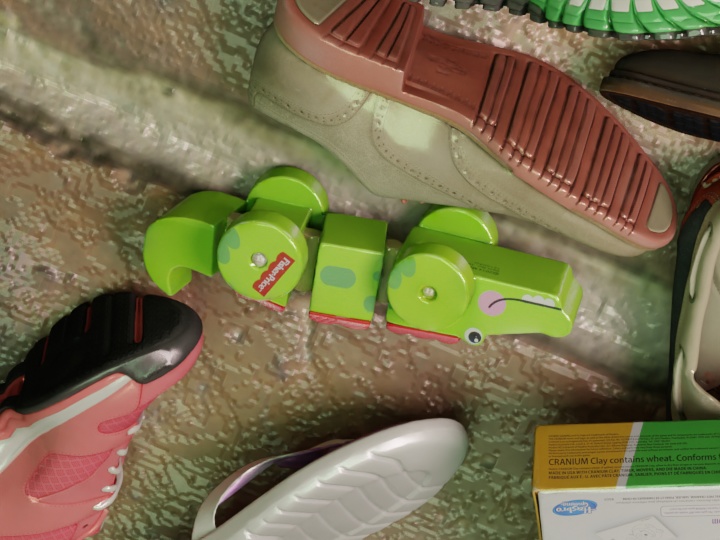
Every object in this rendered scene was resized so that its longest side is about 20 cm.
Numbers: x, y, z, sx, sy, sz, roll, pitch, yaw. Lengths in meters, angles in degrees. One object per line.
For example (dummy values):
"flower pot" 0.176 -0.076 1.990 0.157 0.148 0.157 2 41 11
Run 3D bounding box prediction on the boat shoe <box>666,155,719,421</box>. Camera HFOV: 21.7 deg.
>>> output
"boat shoe" 0.174 0.048 0.845 0.071 0.063 0.200 -2 112 6

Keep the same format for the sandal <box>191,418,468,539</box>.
"sandal" -0.042 0.113 0.901 0.203 0.082 0.050 -34 61 19

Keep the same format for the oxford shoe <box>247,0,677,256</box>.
"oxford shoe" 0.044 -0.058 0.828 0.200 0.071 0.074 31 132 -2

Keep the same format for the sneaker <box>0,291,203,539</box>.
"sneaker" -0.140 0.084 0.905 0.200 0.074 0.087 -34 117 22

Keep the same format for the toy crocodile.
"toy crocodile" 0.000 0.000 0.846 0.200 0.068 0.062 11 117 5

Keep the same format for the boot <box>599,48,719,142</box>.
"boot" 0.206 -0.097 0.796 0.200 0.075 0.097 9 87 13

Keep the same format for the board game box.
"board game box" 0.160 0.153 0.864 0.153 0.040 0.200 -2 130 8

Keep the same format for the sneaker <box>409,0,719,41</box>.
"sneaker" 0.088 -0.141 0.759 0.200 0.078 0.085 14 108 18
